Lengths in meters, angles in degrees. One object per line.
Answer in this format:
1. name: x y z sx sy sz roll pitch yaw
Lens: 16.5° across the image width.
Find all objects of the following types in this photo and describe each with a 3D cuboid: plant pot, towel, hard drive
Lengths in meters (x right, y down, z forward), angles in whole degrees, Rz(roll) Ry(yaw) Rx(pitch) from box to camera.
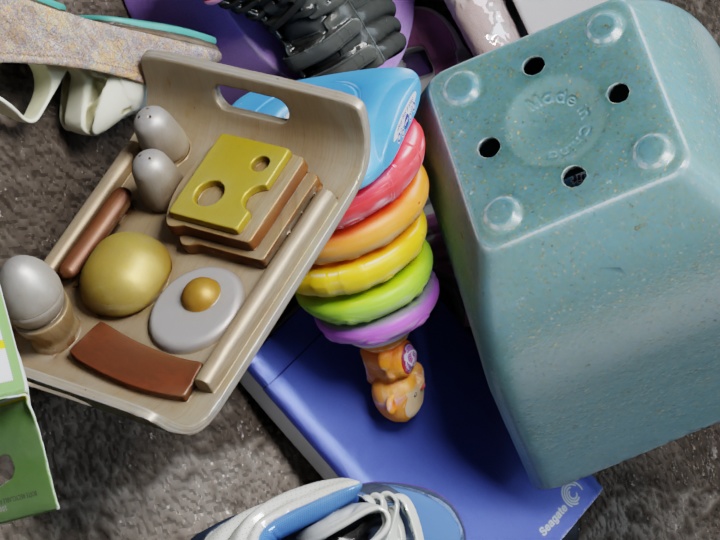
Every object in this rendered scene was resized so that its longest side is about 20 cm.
1. plant pot: 0.130 -0.035 1.338 0.200 0.196 0.196 54 16 -56
2. towel: 0.059 -0.189 1.500 0.200 0.032 0.191 61 8 -7
3. hard drive: 0.035 0.091 1.404 0.200 0.025 0.132 49 53 -4

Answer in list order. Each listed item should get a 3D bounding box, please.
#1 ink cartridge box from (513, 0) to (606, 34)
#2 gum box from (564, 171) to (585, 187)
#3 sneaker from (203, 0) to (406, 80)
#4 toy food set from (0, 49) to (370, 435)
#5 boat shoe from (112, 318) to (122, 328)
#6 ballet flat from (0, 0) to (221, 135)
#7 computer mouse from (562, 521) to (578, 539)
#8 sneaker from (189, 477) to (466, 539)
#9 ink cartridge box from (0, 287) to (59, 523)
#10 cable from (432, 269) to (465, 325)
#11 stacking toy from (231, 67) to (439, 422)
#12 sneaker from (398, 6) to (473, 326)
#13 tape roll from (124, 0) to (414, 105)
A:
1. ink cartridge box: 0.122 -0.238 1.596 0.145 0.084 0.200 64 11 -12
2. gum box: 0.145 -0.017 1.564 0.170 0.044 0.201 75 11 -72
3. sneaker: -0.038 -0.142 1.323 0.200 0.071 0.099 -12 81 -57
4. toy food set: -0.100 -0.019 1.201 0.200 0.143 0.060 -58 143 -25
5. boat shoe: -0.087 0.018 1.302 0.073 0.072 0.200 62 38 -15
6. ballet flat: -0.156 -0.107 1.285 0.200 0.068 0.067 11 87 -44
7. computer mouse: 0.078 0.103 1.510 0.200 0.034 0.059 52 42 -24
8. sneaker: 0.000 0.144 1.260 0.200 0.146 0.081 -10 79 -33
9. ink cartridge box: -0.213 0.025 1.113 0.059 0.104 0.201 -13 87 -53
10. cable: 0.026 0.097 1.443 0.097 0.050 0.201 7 66 -36
11. stacking toy: 0.000 0.000 1.323 0.116 0.109 0.200 -65 143 -52
12. sneaker: 0.064 -0.066 1.532 0.088 0.080 0.201 -19 94 -70
13. tape roll: -0.055 -0.187 1.432 0.200 0.066 0.201 25 57 -45
